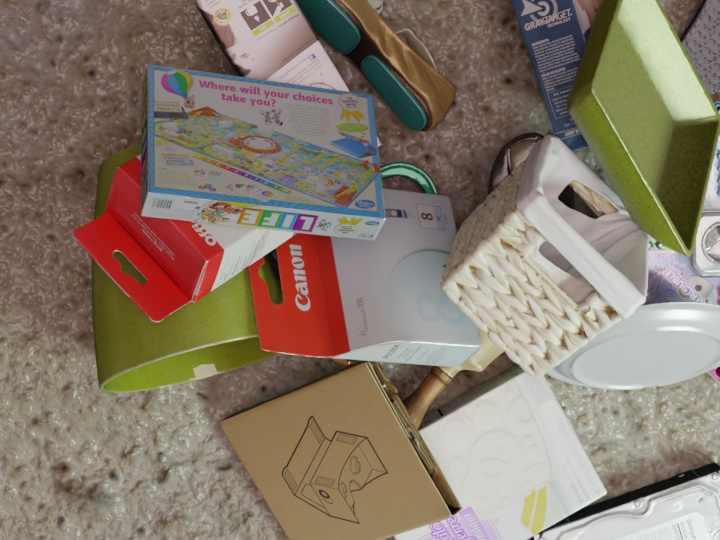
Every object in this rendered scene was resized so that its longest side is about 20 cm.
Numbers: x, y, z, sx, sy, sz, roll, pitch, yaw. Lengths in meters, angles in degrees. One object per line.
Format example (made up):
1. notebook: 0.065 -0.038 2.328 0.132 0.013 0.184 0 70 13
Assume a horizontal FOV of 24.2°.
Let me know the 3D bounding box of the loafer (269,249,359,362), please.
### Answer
1. loafer: -0.032 -0.015 1.555 0.072 0.073 0.200 -35 92 20

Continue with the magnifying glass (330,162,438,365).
1. magnifying glass: 0.016 -0.006 1.595 0.079 0.022 0.200 20 96 -2

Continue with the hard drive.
1. hard drive: 0.279 0.285 1.632 0.200 0.038 0.140 -18 97 -3

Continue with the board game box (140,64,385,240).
1. board game box: -0.083 -0.099 1.405 0.200 0.034 0.135 6 56 -16

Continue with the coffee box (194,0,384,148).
1. coffee box: -0.066 -0.178 1.529 0.080 0.113 0.200 -32 96 -1

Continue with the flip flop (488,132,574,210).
1. flip flop: 0.177 -0.038 1.589 0.081 0.058 0.200 -22 113 10

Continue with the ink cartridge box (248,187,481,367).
1. ink cartridge box: 0.000 0.000 1.485 0.200 0.047 0.160 6 58 -28

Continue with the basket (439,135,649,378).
1. basket: 0.161 -0.013 1.453 0.136 0.200 0.123 44 112 -6

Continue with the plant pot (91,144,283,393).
1. plant pot: -0.168 -0.010 1.520 0.187 0.187 0.200 -15 80 -2

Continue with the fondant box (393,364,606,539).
1. fondant box: 0.113 0.196 1.602 0.200 0.058 0.144 -29 96 0

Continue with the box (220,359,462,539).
1. box: -0.020 0.179 1.548 0.200 0.021 0.164 -25 97 39

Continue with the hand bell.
1. hand bell: 0.069 0.102 1.558 0.104 0.104 0.200 41 86 -6

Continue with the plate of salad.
1. plate of salad: 0.263 0.062 1.547 0.200 0.200 0.048 -2 65 -4

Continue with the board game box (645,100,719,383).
1. board game box: 0.350 -0.026 1.614 0.200 0.026 0.200 43 91 -7

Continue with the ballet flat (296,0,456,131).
1. ballet flat: 0.012 -0.217 1.565 0.200 0.069 0.063 48 63 -9

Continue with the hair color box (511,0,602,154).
1. hair color box: 0.197 -0.216 1.543 0.060 0.100 0.200 -16 97 31

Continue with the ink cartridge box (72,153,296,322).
1. ink cartridge box: -0.131 -0.056 1.424 0.116 0.067 0.200 45 54 13

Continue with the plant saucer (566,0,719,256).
1. plant saucer: 0.247 -0.141 1.488 0.048 0.200 0.200 -14 126 33

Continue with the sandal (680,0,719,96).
1. sandal: 0.359 -0.257 1.591 0.076 0.043 0.200 38 101 1
